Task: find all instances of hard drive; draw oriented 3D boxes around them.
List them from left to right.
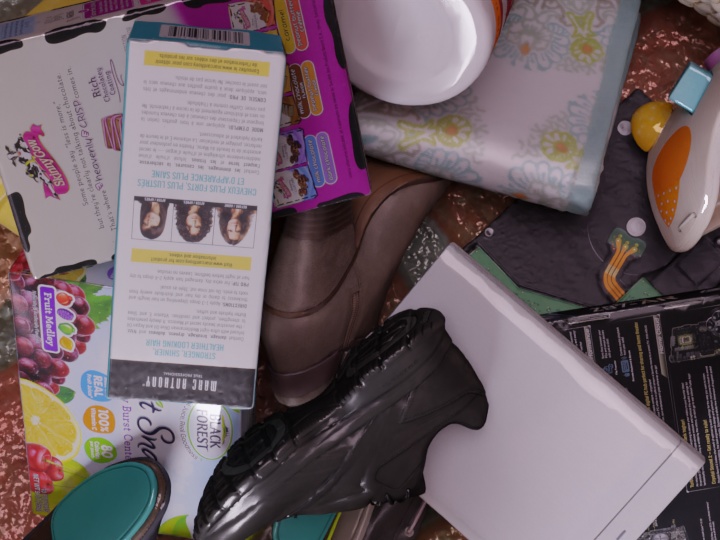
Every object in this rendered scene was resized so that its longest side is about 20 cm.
[{"bbox_3d":[0.089,0.097,0.911,0.200,0.027,0.132,41,101,6],"label":"hard drive"},{"bbox_3d":[0.161,-0.005,1.002,0.200,0.038,0.140,-43,80,-6],"label":"hard drive"}]

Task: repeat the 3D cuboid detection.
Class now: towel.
[{"bbox_3d":[0.091,-0.137,0.995,0.171,0.048,0.200,14,57,7],"label":"towel"}]

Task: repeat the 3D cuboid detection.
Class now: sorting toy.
[{"bbox_3d":[0.271,-0.129,0.924,0.200,0.180,0.107,-24,67,-24],"label":"sorting toy"}]

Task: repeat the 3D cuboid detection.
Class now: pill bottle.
[{"bbox_3d":[0.050,-0.201,0.930,0.113,0.113,0.200,19,45,7],"label":"pill bottle"}]

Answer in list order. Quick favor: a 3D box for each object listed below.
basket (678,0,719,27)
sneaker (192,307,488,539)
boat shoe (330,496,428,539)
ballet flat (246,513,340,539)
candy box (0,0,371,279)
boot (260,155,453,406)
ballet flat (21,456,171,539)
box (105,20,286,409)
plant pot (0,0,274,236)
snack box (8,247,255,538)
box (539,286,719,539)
[{"bbox_3d":[0.231,-0.291,0.954,0.200,0.161,0.198,-35,42,-5],"label":"basket"},{"bbox_3d":[-0.011,0.112,0.879,0.200,0.076,0.091,-37,106,8],"label":"sneaker"},{"bbox_3d":[0.016,0.146,0.979,0.067,0.057,0.200,18,74,47],"label":"boat shoe"},{"bbox_3d":[-0.059,0.182,0.939,0.067,0.067,0.200,32,71,-18],"label":"ballet flat"},{"bbox_3d":[-0.106,-0.089,0.840,0.199,0.061,0.137,-14,113,-6],"label":"candy box"},{"bbox_3d":[0.000,0.000,0.983,0.070,0.200,0.147,19,116,33],"label":"boot"},{"bbox_3d":[-0.181,0.186,0.952,0.200,0.073,0.073,-38,78,17],"label":"ballet flat"},{"bbox_3d":[-0.089,-0.028,0.804,0.082,0.049,0.201,5,110,-7],"label":"box"},{"bbox_3d":[-0.150,-0.074,0.964,0.189,0.201,0.201,45,84,-6],"label":"plant pot"},{"bbox_3d":[-0.137,0.077,0.933,0.142,0.200,0.053,7,37,4],"label":"snack box"},{"bbox_3d":[0.185,0.119,0.946,0.160,0.044,0.201,-10,93,-1],"label":"box"}]
